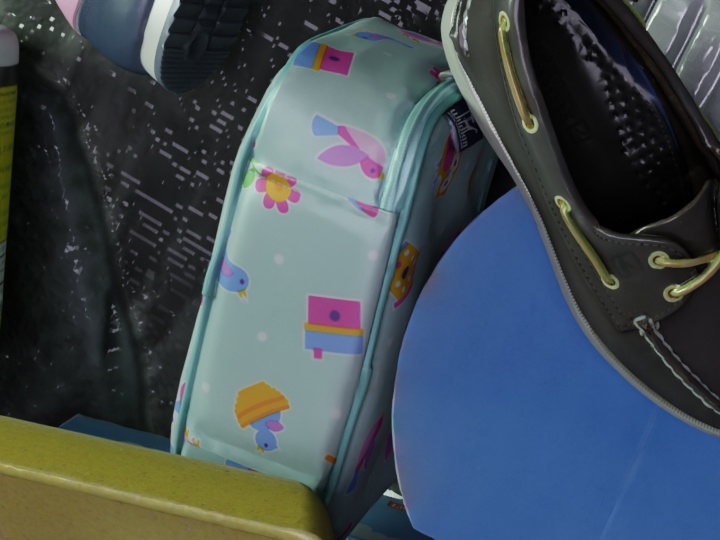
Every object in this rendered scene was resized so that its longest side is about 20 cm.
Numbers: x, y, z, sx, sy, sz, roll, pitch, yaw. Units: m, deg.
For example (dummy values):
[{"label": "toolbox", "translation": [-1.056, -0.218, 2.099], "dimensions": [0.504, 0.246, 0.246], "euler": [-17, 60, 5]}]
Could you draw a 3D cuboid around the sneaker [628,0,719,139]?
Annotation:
[{"label": "sneaker", "translation": [0.150, -0.070, 0.732], "dimensions": [0.200, 0.090, 0.067], "euler": [31, 101, 23]}]

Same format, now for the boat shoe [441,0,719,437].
[{"label": "boat shoe", "translation": [0.099, -0.022, 0.671], "dimensions": [0.072, 0.061, 0.202], "euler": [-37, 99, -11]}]

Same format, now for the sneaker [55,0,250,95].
[{"label": "sneaker", "translation": [-0.070, -0.180, 0.788], "dimensions": [0.082, 0.070, 0.201], "euler": [27, 97, 24]}]

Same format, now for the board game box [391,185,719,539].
[{"label": "board game box", "translation": [0.105, 0.054, 0.724], "dimensions": [0.199, 0.039, 0.159], "euler": [28, 79, -11]}]

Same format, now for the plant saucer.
[{"label": "plant saucer", "translation": [-0.079, 0.133, 0.733], "dimensions": [0.199, 0.049, 0.201], "euler": [11, 134, 22]}]

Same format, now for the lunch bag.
[{"label": "lunch bag", "translation": [0.000, 0.000, 0.753], "dimensions": [0.077, 0.160, 0.201], "euler": [20, 109, 15]}]

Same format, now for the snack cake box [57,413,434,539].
[{"label": "snack cake box", "translation": [-0.053, 0.147, 0.833], "dimensions": [0.199, 0.067, 0.116], "euler": [13, 103, 12]}]

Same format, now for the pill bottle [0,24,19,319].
[{"label": "pill bottle", "translation": [-0.210, -0.010, 0.825], "dimensions": [0.111, 0.111, 0.201], "euler": [9, 100, 12]}]
